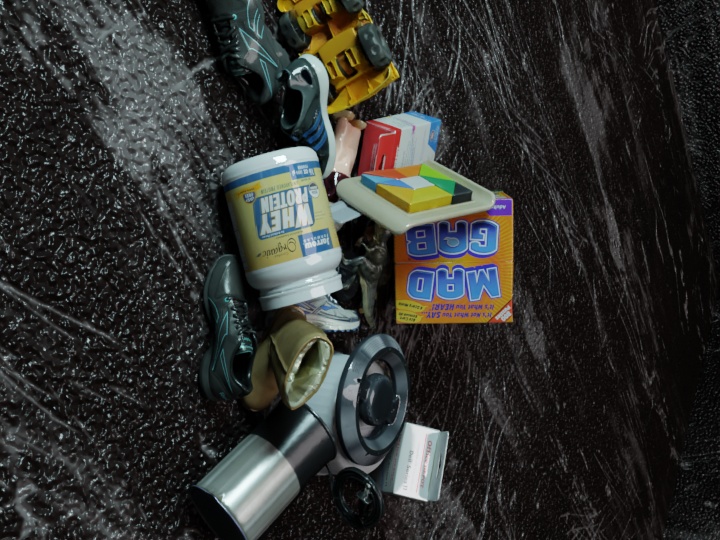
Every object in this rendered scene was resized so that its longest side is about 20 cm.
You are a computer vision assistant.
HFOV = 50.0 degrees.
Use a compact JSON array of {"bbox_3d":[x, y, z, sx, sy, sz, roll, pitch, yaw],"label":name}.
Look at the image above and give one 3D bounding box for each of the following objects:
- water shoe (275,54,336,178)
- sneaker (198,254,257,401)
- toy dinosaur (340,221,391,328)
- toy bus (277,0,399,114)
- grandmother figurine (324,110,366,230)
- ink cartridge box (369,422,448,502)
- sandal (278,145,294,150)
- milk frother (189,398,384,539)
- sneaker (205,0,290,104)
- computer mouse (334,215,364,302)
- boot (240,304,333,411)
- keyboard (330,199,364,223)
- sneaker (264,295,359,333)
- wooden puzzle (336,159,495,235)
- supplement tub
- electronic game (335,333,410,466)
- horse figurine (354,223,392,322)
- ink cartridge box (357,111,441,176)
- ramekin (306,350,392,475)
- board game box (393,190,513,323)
[{"bbox_3d":[-0.088,-0.220,1.154,0.078,0.071,0.204,-33,136,-30],"label":"water shoe"},{"bbox_3d":[-0.173,0.080,1.076,0.075,0.078,0.206,7,82,-50],"label":"sneaker"},{"bbox_3d":[0.000,0.000,1.239,0.086,0.048,0.205,5,109,-12],"label":"toy dinosaur"},{"bbox_3d":[-0.021,-0.368,1.243,0.203,0.134,0.192,63,22,-3],"label":"toy bus"},{"bbox_3d":[-0.037,-0.155,1.279,0.120,0.060,0.205,24,74,-41],"label":"grandmother figurine"},{"bbox_3d":[0.075,0.322,1.304,0.066,0.200,0.120,16,73,-14],"label":"ink cartridge box"},{"bbox_3d":[-0.099,-0.091,1.189,0.079,0.056,0.207,-4,90,-57],"label":"sandal"},{"bbox_3d":[-0.095,0.315,1.065,0.188,0.197,0.184,-41,130,-33],"label":"milk frother"},{"bbox_3d":[-0.166,-0.327,1.081,0.201,0.074,0.080,54,52,-37],"label":"sneaker"},{"bbox_3d":[-0.025,-0.045,1.317,0.058,0.033,0.205,26,63,-45],"label":"computer mouse"},{"bbox_3d":[-0.108,0.140,1.043,0.065,0.200,0.179,20,96,-18],"label":"boot"},{"bbox_3d":[0.012,-0.110,1.239,0.198,0.056,0.011,-28,132,-45],"label":"keyboard"},{"bbox_3d":[-0.068,0.055,1.220,0.198,0.076,0.088,9,79,-53],"label":"sneaker"},{"bbox_3d":[0.086,-0.126,1.217,0.196,0.184,0.038,-18,126,-30],"label":"wooden puzzle"},{"bbox_3d":[-0.106,-0.058,1.090,0.143,0.142,0.205,-18,93,-51],"label":"supplement tub"},{"bbox_3d":[0.022,0.200,1.202,0.198,0.041,0.206,-11,103,-56],"label":"electronic game"},{"bbox_3d":[0.028,-0.013,1.338,0.133,0.049,0.204,-62,151,-54],"label":"horse figurine"},{"bbox_3d":[0.058,-0.206,1.363,0.198,0.066,0.119,-24,130,-51],"label":"ink cartridge box"},{"bbox_3d":[-0.024,0.234,1.255,0.198,0.096,0.207,2,88,-53],"label":"ramekin"},{"bbox_3d":[0.160,-0.029,1.350,0.200,0.194,0.206,-55,144,-79],"label":"board game box"}]
